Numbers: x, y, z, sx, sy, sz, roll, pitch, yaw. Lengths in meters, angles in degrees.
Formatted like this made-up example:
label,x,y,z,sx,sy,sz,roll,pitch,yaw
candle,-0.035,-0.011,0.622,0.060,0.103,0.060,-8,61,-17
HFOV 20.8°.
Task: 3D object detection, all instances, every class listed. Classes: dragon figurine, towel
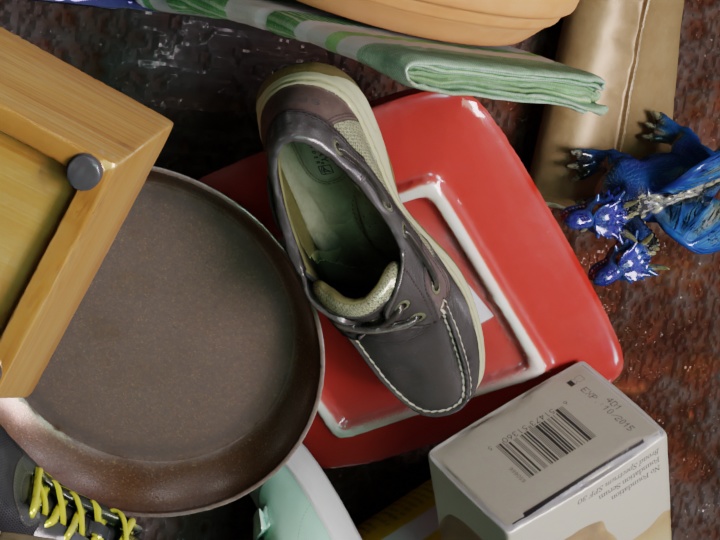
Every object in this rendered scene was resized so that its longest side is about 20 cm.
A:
label,x,y,z,sx,sy,sz,roll,pitch,yaw
dragon figurine,0.182,-0.045,1.086,0.199,0.099,0.059,-18,117,-25
towel,0.004,-0.111,0.955,0.152,0.199,0.024,1,107,-46

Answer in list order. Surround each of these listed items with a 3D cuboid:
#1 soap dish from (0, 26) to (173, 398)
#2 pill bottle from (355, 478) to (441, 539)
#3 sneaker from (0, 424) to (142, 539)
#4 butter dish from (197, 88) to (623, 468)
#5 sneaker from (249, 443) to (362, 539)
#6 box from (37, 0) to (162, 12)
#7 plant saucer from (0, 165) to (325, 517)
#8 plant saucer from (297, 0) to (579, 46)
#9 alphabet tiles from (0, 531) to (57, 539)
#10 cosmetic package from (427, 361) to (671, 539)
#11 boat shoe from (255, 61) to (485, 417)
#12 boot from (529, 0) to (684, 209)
label,x,y,z,sx,sy,sz,roll,pitch,yaw
soap dish,-0.208,-0.043,0.892,0.199,0.081,0.158,28,107,-11
pill bottle,0.043,0.182,1.125,0.199,0.109,0.110,-30,116,-19
sneaker,-0.152,0.132,0.997,0.084,0.075,0.201,-10,136,12
butter dish,0.023,-0.020,1.049,0.198,0.148,0.201,-19,120,25
sneaker,-0.055,0.168,1.034,0.118,0.201,0.074,-27,150,-10
box,-0.176,-0.194,0.948,0.199,0.032,0.122,3,102,-29
plant saucer,-0.114,0.032,0.992,0.199,0.032,0.201,3,117,6
plant saucer,0.011,-0.153,0.968,0.199,0.200,0.038,5,111,-30
alphabet tiles,-0.149,0.191,0.974,0.008,0.166,0.201,-61,142,-37
cosmetic package,0.104,0.157,1.022,0.105,0.071,0.201,-30,134,-19
boat shoe,0.001,-0.001,0.933,0.071,0.066,0.202,-13,122,21
boot,0.123,-0.133,1.112,0.174,0.066,0.201,4,102,-29
